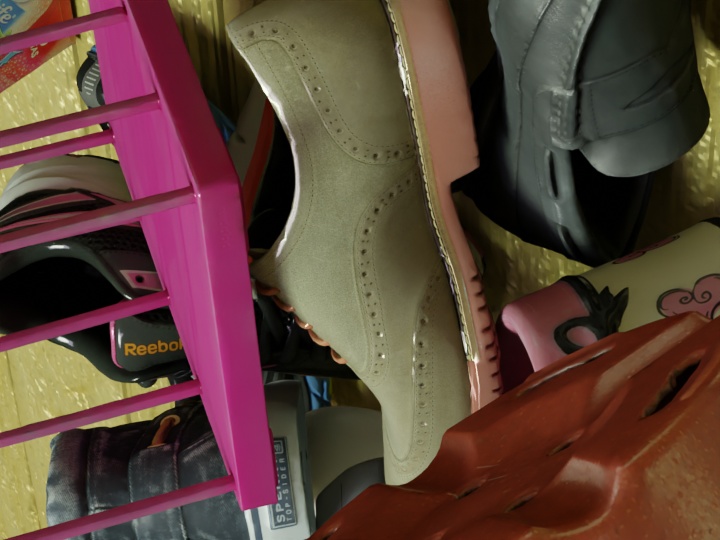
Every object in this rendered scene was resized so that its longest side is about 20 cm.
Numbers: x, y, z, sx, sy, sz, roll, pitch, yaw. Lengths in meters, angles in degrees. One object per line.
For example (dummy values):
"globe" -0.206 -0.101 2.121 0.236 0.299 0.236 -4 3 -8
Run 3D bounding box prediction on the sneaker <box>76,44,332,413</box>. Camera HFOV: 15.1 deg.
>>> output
"sneaker" -0.070 0.002 1.082 0.071 0.083 0.200 33 147 51

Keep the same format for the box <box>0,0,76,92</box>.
"box" -0.222 -0.149 1.131 0.200 0.103 0.095 35 148 30

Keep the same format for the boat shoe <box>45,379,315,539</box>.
"boat shoe" -0.064 0.077 0.994 0.200 0.091 0.071 88 177 -85

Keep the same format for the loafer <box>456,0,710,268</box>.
"loafer" 0.075 -0.064 0.803 0.070 0.068 0.201 40 156 14

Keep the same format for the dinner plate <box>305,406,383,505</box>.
"dinner plate" 0.042 0.133 1.089 0.200 0.024 0.200 29 149 20

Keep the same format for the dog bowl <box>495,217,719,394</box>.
"dog bowl" 0.090 0.087 0.836 0.200 0.074 0.200 171 90 -84

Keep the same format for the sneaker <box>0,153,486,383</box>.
"sneaker" -0.055 0.015 0.997 0.200 0.086 0.080 5 117 18

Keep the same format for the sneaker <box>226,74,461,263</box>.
"sneaker" 0.010 -0.066 0.900 0.082 0.077 0.200 27 137 5

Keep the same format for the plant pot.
"plant pot" 0.081 0.128 0.663 0.195 0.201 0.201 57 153 -7

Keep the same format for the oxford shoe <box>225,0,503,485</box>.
"oxford shoe" 0.000 0.000 0.853 0.071 0.074 0.200 -123 22 -65

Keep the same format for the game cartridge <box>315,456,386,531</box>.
"game cartridge" 0.068 0.147 0.939 0.200 0.133 0.041 32 121 -29

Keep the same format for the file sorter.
"file sorter" -0.116 -0.024 0.889 0.200 0.125 0.139 -113 13 -46
